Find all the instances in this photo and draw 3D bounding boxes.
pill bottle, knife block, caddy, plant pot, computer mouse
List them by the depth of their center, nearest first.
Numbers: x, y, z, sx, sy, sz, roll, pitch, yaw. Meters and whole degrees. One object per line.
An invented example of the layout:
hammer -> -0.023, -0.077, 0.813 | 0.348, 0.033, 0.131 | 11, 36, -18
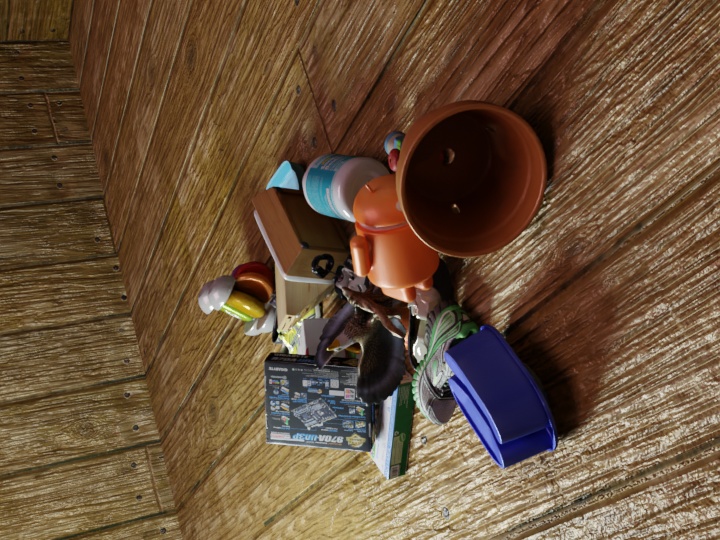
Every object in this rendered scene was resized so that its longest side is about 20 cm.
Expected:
plant pot -> 0.132, -0.137, 1.264 | 0.140, 0.197, 0.203 | -118, 28, -65
caddy -> 0.199, 0.169, 1.299 | 0.201, 0.104, 0.142 | 58, 169, 40
pill bottle -> -0.032, -0.147, 1.662 | 0.199, 0.109, 0.113 | 18, 113, 61
computer mouse -> -0.051, 0.010, 1.698 | 0.034, 0.200, 0.060 | 10, 78, 23
knife block -> -0.140, -0.002, 1.863 | 0.175, 0.200, 0.064 | 42, 143, 9

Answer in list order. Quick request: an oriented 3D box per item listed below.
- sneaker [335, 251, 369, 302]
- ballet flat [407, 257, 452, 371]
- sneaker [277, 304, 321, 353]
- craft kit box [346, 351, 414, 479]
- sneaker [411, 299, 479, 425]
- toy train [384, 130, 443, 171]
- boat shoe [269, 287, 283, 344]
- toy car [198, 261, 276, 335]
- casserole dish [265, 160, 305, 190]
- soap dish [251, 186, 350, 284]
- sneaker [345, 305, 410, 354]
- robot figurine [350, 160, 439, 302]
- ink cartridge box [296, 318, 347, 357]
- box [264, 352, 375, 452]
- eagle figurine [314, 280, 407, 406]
sneaker -> 0.000, 0.000, 1.669 | 0.074, 0.087, 0.204 | 20, 114, 62
ballet flat -> 0.105, 0.076, 1.490 | 0.073, 0.072, 0.203 | 45, 139, 50
sneaker -> -0.131, 0.117, 1.979 | 0.075, 0.075, 0.203 | 45, 135, 53
craft kit box -> 0.029, 0.241, 1.728 | 0.197, 0.048, 0.203 | 41, 132, 50
sneaker -> 0.133, 0.153, 1.450 | 0.085, 0.077, 0.203 | 41, 132, 52
toy train -> 0.073, -0.117, 1.503 | 0.116, 0.083, 0.203 | -127, 35, -63
boat shoe -> -0.166, 0.071, 2.047 | 0.070, 0.065, 0.203 | 46, 137, 50
toy car -> -0.264, 0.052, 2.172 | 0.199, 0.173, 0.152 | -18, 47, 64
casserole dish -> -0.149, -0.150, 1.982 | 0.200, 0.038, 0.123 | -42, 60, 59
soap dish -> -0.105, -0.071, 1.798 | 0.082, 0.156, 0.201 | -53, 49, 33
sneaker -> 0.043, 0.107, 1.605 | 0.199, 0.076, 0.074 | -29, 66, 46
robot figurine -> 0.052, -0.053, 1.394 | 0.117, 0.141, 0.203 | -100, -3, -62
ink cartridge box -> -0.078, 0.207, 1.828 | 0.201, 0.081, 0.149 | 105, 162, -52
box -> -0.072, 0.234, 1.682 | 0.046, 0.196, 0.162 | -56, -33, -71
eagle figurine -> 0.002, 0.105, 1.541 | 0.201, 0.148, 0.153 | 97, 168, -52
